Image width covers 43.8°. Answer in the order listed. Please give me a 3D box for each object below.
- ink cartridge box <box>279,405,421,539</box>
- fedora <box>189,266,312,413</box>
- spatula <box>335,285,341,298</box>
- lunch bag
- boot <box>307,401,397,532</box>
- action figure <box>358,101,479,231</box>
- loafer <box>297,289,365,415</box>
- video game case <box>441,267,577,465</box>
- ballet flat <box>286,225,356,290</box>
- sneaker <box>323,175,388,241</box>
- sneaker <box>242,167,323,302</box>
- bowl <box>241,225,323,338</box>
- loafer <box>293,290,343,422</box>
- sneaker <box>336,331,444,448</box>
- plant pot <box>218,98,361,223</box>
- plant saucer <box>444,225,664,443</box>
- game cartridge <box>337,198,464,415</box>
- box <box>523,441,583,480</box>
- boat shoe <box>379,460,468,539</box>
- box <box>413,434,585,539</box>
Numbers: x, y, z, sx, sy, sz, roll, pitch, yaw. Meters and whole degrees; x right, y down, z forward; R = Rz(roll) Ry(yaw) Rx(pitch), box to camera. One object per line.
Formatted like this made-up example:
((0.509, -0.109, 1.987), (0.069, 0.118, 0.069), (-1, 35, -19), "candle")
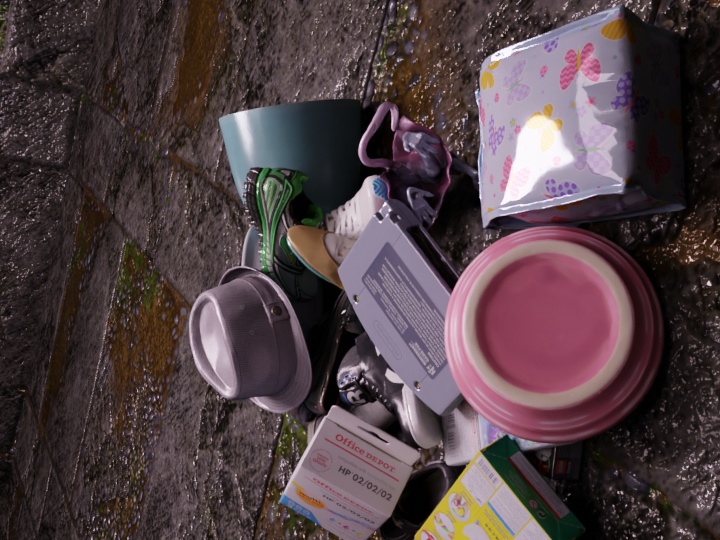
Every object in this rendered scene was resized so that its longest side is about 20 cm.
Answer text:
((-0.016, 0.238, 1.019), (0.068, 0.114, 0.200), (-60, -3, -32), "ink cartridge box")
((-0.155, 0.095, 1.144), (0.176, 0.090, 0.202), (-27, 79, 46), "fedora")
((-0.035, 0.028, 1.281), (0.056, 0.020, 0.202), (-19, 72, 61), "spatula")
((0.196, -0.131, 0.848), (0.199, 0.126, 0.172), (-9, 77, 48), "lunch bag")
((0.002, 0.218, 1.149), (0.200, 0.072, 0.183), (-41, 49, 39), "boot")
((0.057, -0.091, 1.031), (0.134, 0.148, 0.200), (-55, -1, 3), "action figure")
((-0.011, 0.096, 1.155), (0.063, 0.072, 0.201), (16, 78, 62), "loafer")
((0.139, 0.086, 0.910), (0.182, 0.024, 0.202), (-29, 59, 53), "video game case")
((0.000, 0.000, 1.103), (0.063, 0.200, 0.069), (-42, 14, 31), "ballet flat")
((-0.005, -0.054, 1.141), (0.200, 0.080, 0.077), (112, 156, -62), "sneaker")
((-0.087, -0.040, 1.159), (0.078, 0.084, 0.201), (-66, -31, -47), "sneaker")
((-0.105, 0.033, 1.297), (0.201, 0.089, 0.203), (-4, -90, -84), "bowl")
((-0.057, 0.110, 1.232), (0.063, 0.072, 0.202), (28, 105, 21), "loafer")
((0.029, 0.144, 1.024), (0.111, 0.073, 0.201), (-30, 31, 16), "sneaker")
((-0.089, -0.143, 1.255), (0.200, 0.199, 0.163), (2, 101, 58), "plant pot")
((0.170, 0.052, 0.810), (0.198, 0.051, 0.203), (-5, 73, 18), "plant saucer")
((0.058, 0.042, 0.933), (0.201, 0.041, 0.134), (55, 139, 20), "game cartridge")
((0.174, 0.096, 0.911), (0.137, 0.040, 0.202), (8, 91, 60), "box")
((0.068, 0.267, 1.025), (0.200, 0.060, 0.075), (-43, 52, 47), "boat shoe")
((0.127, 0.268, 0.890), (0.118, 0.048, 0.201), (50, 136, 24), "box")
